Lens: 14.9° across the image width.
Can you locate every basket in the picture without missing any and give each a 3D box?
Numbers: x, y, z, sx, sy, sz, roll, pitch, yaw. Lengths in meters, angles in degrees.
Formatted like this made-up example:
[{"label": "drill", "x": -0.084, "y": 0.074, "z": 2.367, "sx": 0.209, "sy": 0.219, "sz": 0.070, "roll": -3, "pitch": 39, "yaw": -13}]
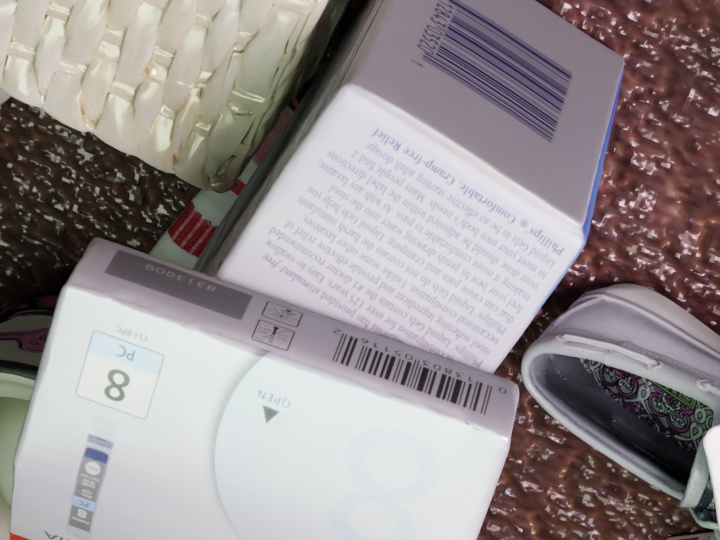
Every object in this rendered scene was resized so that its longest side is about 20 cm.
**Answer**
[{"label": "basket", "x": -0.057, "y": -0.148, "z": 1.020, "sx": 0.135, "sy": 0.124, "sz": 0.201, "roll": 26, "pitch": 127, "yaw": 0}]

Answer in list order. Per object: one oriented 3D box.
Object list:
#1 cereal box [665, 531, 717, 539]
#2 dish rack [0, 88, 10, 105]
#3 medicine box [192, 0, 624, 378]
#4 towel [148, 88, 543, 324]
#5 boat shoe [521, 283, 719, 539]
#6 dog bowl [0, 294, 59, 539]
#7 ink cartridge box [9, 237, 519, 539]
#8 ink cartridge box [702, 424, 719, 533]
[{"label": "cereal box", "x": 0.240, "y": 0.170, "z": 1.190, "sx": 0.199, "sy": 0.040, "sz": 0.144, "roll": -11, "pitch": 118, "yaw": 26}, {"label": "dish rack", "x": -0.244, "y": -0.108, "z": 1.167, "sx": 0.200, "sy": 0.044, "sz": 0.172, "roll": -33, "pitch": 107, "yaw": 35}, {"label": "medicine box", "x": 0.000, "y": 0.000, "z": 1.043, "sx": 0.103, "sy": 0.182, "sz": 0.200, "roll": 32, "pitch": 115, "yaw": -5}, {"label": "towel", "x": -0.027, "y": 0.026, "z": 1.197, "sx": 0.144, "sy": 0.023, "sz": 0.200, "roll": 37, "pitch": 128, "yaw": -7}, {"label": "boat shoe", "x": 0.149, "y": 0.077, "z": 1.095, "sx": 0.200, "sy": 0.071, "sz": 0.070, "roll": 32, "pitch": 131, "yaw": 28}, {"label": "dog bowl", "x": -0.117, "y": 0.096, "z": 1.228, "sx": 0.199, "sy": 0.074, "sz": 0.201, "roll": 17, "pitch": 136, "yaw": 17}, {"label": "ink cartridge box", "x": -0.049, "y": 0.106, "z": 0.971, "sx": 0.159, "sy": 0.047, "sz": 0.201, "roll": 18, "pitch": 113, "yaw": 1}, {"label": "ink cartridge box", "x": 0.235, "y": 0.099, "z": 1.012, "sx": 0.199, "sy": 0.068, "sz": 0.117, "roll": -11, "pitch": 100, "yaw": 4}]
